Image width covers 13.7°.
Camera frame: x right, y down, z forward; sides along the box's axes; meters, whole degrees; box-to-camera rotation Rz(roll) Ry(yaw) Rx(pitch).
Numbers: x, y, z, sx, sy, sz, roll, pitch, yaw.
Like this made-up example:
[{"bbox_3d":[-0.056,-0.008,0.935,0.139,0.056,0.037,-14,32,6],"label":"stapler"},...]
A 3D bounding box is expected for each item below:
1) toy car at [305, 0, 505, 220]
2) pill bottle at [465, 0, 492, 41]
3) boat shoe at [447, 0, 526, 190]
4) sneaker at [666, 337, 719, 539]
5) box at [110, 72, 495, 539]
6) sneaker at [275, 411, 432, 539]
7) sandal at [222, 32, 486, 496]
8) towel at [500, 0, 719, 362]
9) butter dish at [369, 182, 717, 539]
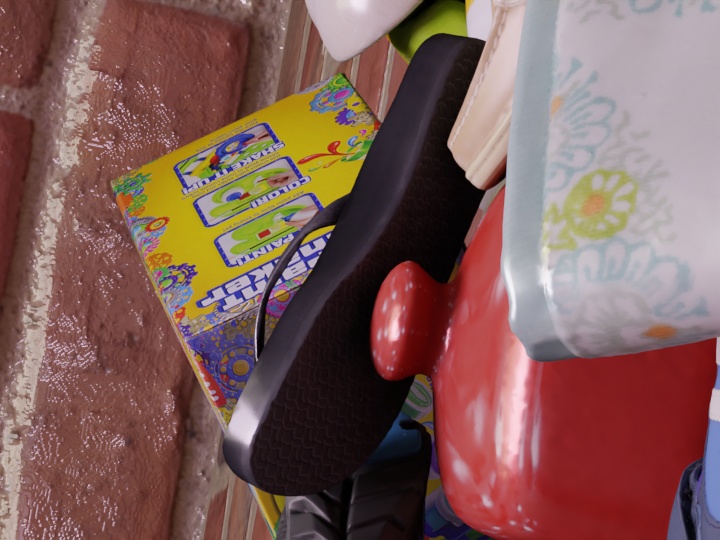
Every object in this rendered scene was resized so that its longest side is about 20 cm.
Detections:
[{"bbox_3d":[0.074,-0.116,1.403,0.150,0.175,0.200,-41,11,4],"label":"toy car"},{"bbox_3d":[0.098,-0.139,1.262,0.112,0.111,0.201,119,151,-68],"label":"pill bottle"},{"bbox_3d":[0.073,-0.127,1.108,0.201,0.065,0.072,-65,-9,20],"label":"boat shoe"},{"bbox_3d":[0.129,0.045,0.934,0.147,0.080,0.201,118,156,-54],"label":"sneaker"},{"bbox_3d":[-0.002,0.051,1.300,0.193,0.121,0.201,-124,10,-65],"label":"box"},{"bbox_3d":[-0.011,0.139,1.118,0.200,0.073,0.082,-63,-22,-51],"label":"sneaker"},{"bbox_3d":[0.000,0.000,1.142,0.201,0.043,0.076,-62,-37,-24],"label":"sandal"},{"bbox_3d":[0.126,-0.076,0.871,0.170,0.048,0.201,-14,55,31],"label":"towel"},{"bbox_3d":[0.076,0.030,1.107,0.200,0.147,0.201,177,103,-82],"label":"butter dish"}]
